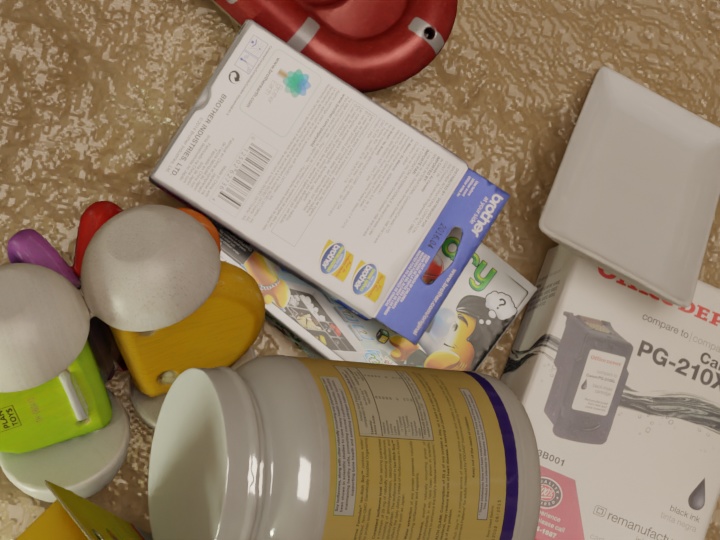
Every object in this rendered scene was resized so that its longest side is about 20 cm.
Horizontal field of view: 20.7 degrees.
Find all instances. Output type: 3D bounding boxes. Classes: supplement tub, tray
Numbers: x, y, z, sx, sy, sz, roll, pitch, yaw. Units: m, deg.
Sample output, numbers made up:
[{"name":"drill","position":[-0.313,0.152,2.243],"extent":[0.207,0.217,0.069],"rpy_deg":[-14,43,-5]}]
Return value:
[{"name":"supplement tub","position":[-0.010,0.125,1.156],"extent":[0.199,0.145,0.146],"rpy_deg":[7,81,-26]},{"name":"tray","position":[0.179,-0.053,1.280],"extent":[0.107,0.022,0.200],"rpy_deg":[27,40,-1]}]

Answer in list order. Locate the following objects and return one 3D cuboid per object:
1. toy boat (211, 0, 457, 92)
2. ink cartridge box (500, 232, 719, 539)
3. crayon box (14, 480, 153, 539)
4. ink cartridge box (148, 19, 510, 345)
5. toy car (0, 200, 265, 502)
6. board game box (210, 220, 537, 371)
[{"name":"toy boat","position":[-0.020,-0.203,1.248],"extent":[0.200,0.131,0.131],"rpy_deg":[40,77,-18]},{"name":"ink cartridge box","position":[0.165,0.095,1.275],"extent":[0.144,0.084,0.201],"rpy_deg":[23,78,-7]},{"name":"crayon box","position":[-0.124,0.197,1.129],"extent":[0.051,0.200,0.127],"rpy_deg":[-43,67,-3]},{"name":"ink cartridge box","position":[-0.020,-0.053,1.244],"extent":[0.200,0.042,0.120],"rpy_deg":[32,83,-2]},{"name":"toy car","position":[-0.165,0.029,1.197],"extent":[0.199,0.175,0.150],"rpy_deg":[-25,52,-9]},{"name":"board game box","position":[0.000,0.000,1.282],"extent":[0.200,0.035,0.126],"rpy_deg":[38,77,-4]}]
